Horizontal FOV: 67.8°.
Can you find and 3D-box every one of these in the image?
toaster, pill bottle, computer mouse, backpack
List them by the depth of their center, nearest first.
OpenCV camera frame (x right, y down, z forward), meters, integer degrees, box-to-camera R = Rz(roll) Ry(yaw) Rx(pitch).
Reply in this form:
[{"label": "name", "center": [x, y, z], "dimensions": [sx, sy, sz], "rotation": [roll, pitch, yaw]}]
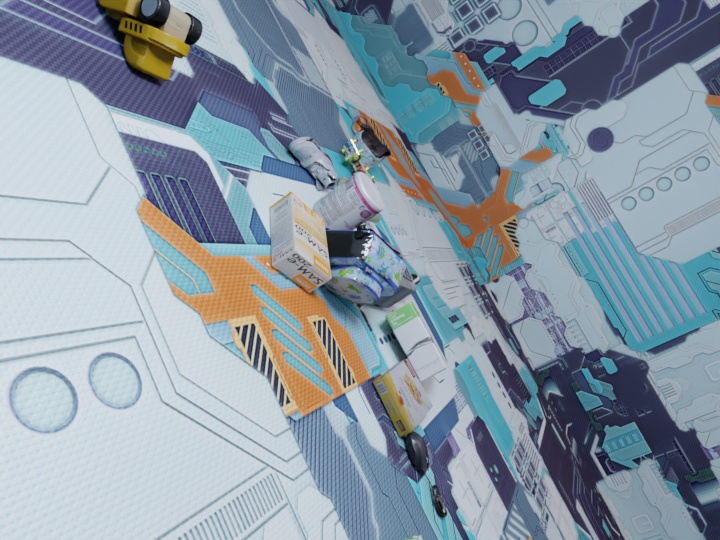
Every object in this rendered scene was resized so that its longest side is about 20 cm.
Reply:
[{"label": "computer mouse", "center": [0.158, 0.465, 1.233], "dimensions": [0.201, 0.034, 0.059], "rotation": [66, 19, 9]}, {"label": "backpack", "center": [0.000, 0.000, 1.298], "dimensions": [0.200, 0.182, 0.148], "rotation": [34, 67, -39]}, {"label": "pill bottle", "center": [-0.049, -0.150, 1.363], "dimensions": [0.113, 0.199, 0.114], "rotation": [47, 24, -28]}, {"label": "toaster", "center": [0.051, 0.007, 1.497], "dimensions": [0.181, 0.118, 0.201], "rotation": [22, 42, -57]}, {"label": "backpack", "center": [0.023, -0.456, 2.048], "dimensions": [0.167, 0.127, 0.200], "rotation": [43, 24, -9]}]

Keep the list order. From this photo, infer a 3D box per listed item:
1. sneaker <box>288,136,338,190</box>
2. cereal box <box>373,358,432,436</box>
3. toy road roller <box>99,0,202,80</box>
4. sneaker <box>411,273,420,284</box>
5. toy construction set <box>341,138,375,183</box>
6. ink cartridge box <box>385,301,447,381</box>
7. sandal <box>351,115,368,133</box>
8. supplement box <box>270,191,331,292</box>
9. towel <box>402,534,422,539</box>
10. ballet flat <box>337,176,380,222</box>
[{"label": "sneaker", "center": [-0.128, -0.309, 1.572], "dimensions": [0.200, 0.075, 0.115], "rotation": [25, 36, -61]}, {"label": "cereal box", "center": [0.109, 0.308, 1.329], "dimensions": [0.145, 0.039, 0.200], "rotation": [62, 21, 6]}, {"label": "toy road roller", "center": [-0.436, -0.479, 1.086], "dimensions": [0.199, 0.147, 0.123], "rotation": [26, 9, 25]}, {"label": "sneaker", "center": [0.136, 0.026, 1.729], "dimensions": [0.083, 0.071, 0.200], "rotation": [57, 21, -2]}, {"label": "toy construction set", "center": [-0.003, -0.354, 1.898], "dimensions": [0.131, 0.091, 0.201], "rotation": [74, 2, -71]}, {"label": "ink cartridge box", "center": [0.155, 0.193, 1.483], "dimensions": [0.201, 0.084, 0.145], "rotation": [62, 5, 7]}, {"label": "sandal", "center": [0.009, -0.636, 2.350], "dimensions": [0.079, 0.059, 0.207], "rotation": [50, 22, -22]}, {"label": "supplement box", "center": [-0.138, -0.067, 1.226], "dimensions": [0.126, 0.073, 0.201], "rotation": [39, 29, -41]}, {"label": "towel", "center": [0.087, 0.566, 0.957], "dimensions": [0.200, 0.023, 0.153], "rotation": [25, 41, -57]}, {"label": "ballet flat", "center": [-0.014, -0.217, 1.756], "dimensions": [0.200, 0.067, 0.063], "rotation": [47, 51, -20]}]
